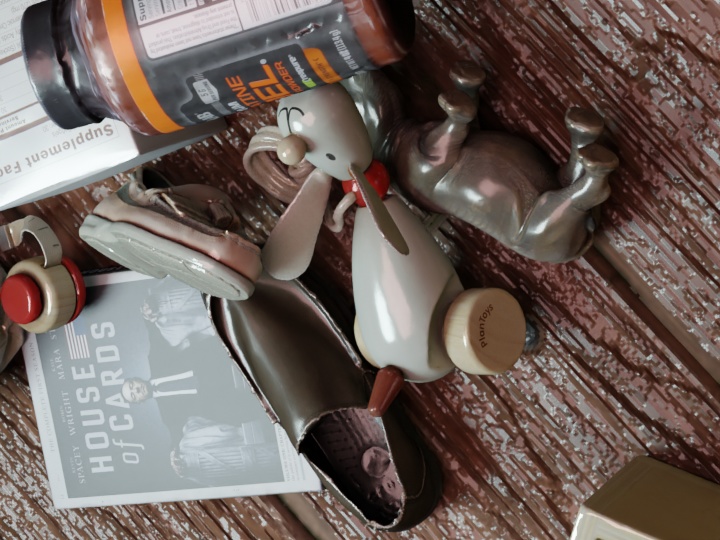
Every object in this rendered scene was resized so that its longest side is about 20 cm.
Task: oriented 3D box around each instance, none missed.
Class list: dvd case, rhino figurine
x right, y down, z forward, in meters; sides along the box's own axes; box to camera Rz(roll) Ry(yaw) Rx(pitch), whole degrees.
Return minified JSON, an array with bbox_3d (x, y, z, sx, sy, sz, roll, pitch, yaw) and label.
[{"bbox_3d":[-0.119,0.069,1.387,0.199,0.025,0.151,-7,98,26],"label":"dvd case"},{"bbox_3d":[0.053,-0.067,1.252,0.199,0.060,0.088,25,128,21],"label":"rhino figurine"}]

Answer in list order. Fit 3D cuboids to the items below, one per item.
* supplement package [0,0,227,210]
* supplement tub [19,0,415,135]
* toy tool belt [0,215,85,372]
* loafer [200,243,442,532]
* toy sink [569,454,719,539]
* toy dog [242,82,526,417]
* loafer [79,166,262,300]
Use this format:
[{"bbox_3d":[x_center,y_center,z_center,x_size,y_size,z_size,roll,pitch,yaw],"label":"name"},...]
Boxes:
[{"bbox_3d":[-0.182,-0.151,1.316,0.117,0.117,0.201,-19,93,26],"label":"supplement package"},{"bbox_3d":[-0.078,-0.136,1.184,0.199,0.107,0.108,-16,94,15],"label":"supplement tub"},{"bbox_3d":[-0.277,0.041,1.383,0.199,0.123,0.126,-16,93,39],"label":"toy tool belt"},{"bbox_3d":[-0.021,0.069,1.297,0.073,0.071,0.200,-39,93,9],"label":"loafer"},{"bbox_3d":[0.207,0.208,1.212,0.199,0.112,0.131,22,110,20],"label":"toy sink"},{"bbox_3d":[0.000,0.000,1.238,0.200,0.096,0.132,46,145,-7],"label":"toy dog"},{"bbox_3d":[-0.106,-0.029,1.285,0.072,0.200,0.063,33,80,-26],"label":"loafer"}]
